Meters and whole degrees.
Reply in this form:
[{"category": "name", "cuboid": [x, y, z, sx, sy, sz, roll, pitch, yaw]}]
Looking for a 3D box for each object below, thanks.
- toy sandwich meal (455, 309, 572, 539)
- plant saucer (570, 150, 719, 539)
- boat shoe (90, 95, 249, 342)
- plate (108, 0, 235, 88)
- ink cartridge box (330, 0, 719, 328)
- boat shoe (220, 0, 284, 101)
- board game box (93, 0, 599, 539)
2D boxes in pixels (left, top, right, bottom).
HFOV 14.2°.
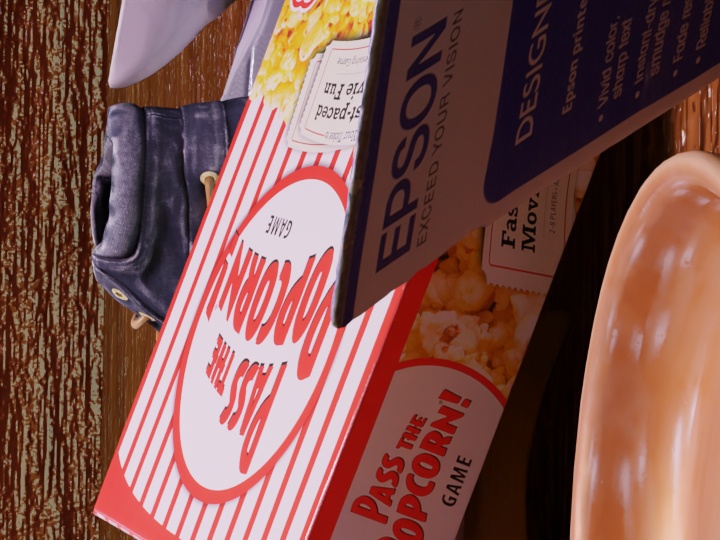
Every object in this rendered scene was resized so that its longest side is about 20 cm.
[{"category": "toy sandwich meal", "cuboid": [0.027, 0.091, 0.926, 0.205, 0.070, 0.206, -176, 90, -78]}, {"category": "plant saucer", "cuboid": [0.086, 0.074, 0.645, 0.200, 0.037, 0.201, 180, 90, -81]}, {"category": "boat shoe", "cuboid": [-0.067, 0.010, 1.173, 0.071, 0.090, 0.201, -100, 14, -50]}, {"category": "plate", "cuboid": [-0.044, -0.196, 1.272, 0.200, 0.032, 0.201, -55, -17, -56]}, {"category": "ink cartridge box", "cuboid": [0.051, -0.116, 0.497, 0.047, 0.200, 0.198, 28, 127, 28]}, {"category": "boat shoe", "cuboid": [-0.018, -0.098, 1.262, 0.062, 0.072, 0.201, 46, -125, -84]}, {"category": "board game box", "cuboid": [0.000, 0.000, 0.849, 0.151, 0.046, 0.201, 15, 84, 64]}]
